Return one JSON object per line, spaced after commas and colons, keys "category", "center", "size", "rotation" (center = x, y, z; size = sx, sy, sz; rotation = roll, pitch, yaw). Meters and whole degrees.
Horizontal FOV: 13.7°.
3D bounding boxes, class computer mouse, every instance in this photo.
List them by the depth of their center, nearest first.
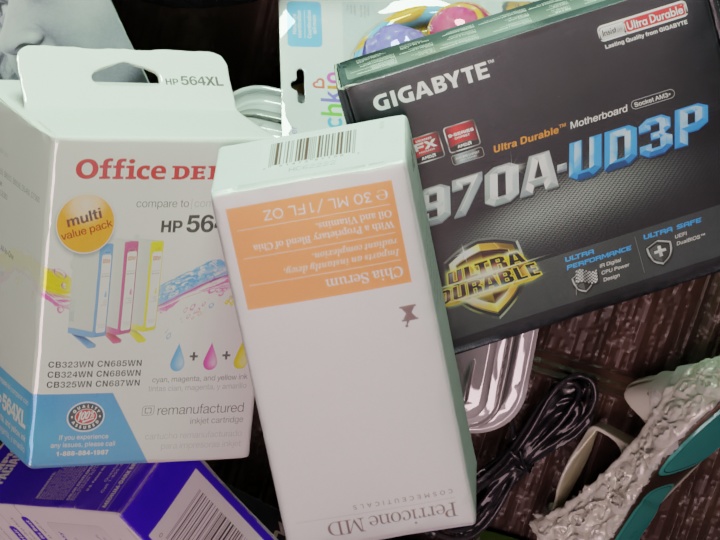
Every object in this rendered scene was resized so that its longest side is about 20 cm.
{"category": "computer mouse", "center": [0.027, 0.065, 1.736], "size": [0.200, 0.046, 0.141], "rotation": [36, 100, -20]}

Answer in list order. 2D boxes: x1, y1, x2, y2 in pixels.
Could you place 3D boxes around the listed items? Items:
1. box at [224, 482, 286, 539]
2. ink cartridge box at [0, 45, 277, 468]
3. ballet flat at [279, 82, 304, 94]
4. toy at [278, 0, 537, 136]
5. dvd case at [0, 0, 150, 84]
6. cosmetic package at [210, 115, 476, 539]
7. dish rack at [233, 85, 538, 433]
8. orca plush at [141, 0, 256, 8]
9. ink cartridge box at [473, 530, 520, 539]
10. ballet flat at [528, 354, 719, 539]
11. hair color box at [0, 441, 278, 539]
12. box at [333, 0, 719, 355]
{"category": "box", "center": [-0.058, 0.236, 1.806], "size": [0.160, 0.044, 0.201], "rotation": [26, 128, 0]}
{"category": "ink cartridge box", "center": [-0.128, -0.013, 1.567], "size": [0.128, 0.125, 0.201], "rotation": [-1, 107, -25]}
{"category": "ballet flat", "center": [-0.047, -0.067, 1.674], "size": [0.199, 0.063, 0.069], "rotation": [-4, 116, 11]}
{"category": "toy", "center": [0.058, -0.106, 1.584], "size": [0.199, 0.116, 0.047], "rotation": [1, 151, -6]}
{"category": "dvd case", "center": [-0.197, -0.106, 1.610], "size": [0.148, 0.016, 0.201], "rotation": [-28, 103, -12]}
{"category": "cosmetic package", "center": [-0.007, 0.033, 1.506], "size": [0.101, 0.071, 0.201], "rotation": [-10, 112, 5]}
{"category": "dish rack", "center": [0.000, 0.000, 1.625], "size": [0.199, 0.044, 0.173], "rotation": [13, 111, 10]}
{"category": "orca plush", "center": [-0.073, -0.179, 1.612], "size": [0.199, 0.071, 0.106], "rotation": [-3, 118, 11]}
{"category": "ink cartridge box", "center": [0.071, 0.272, 1.760], "size": [0.075, 0.200, 0.148], "rotation": [20, 120, -1]}
{"category": "ballet flat", "center": [0.163, 0.103, 1.735], "size": [0.072, 0.072, 0.200], "rotation": [33, 117, -9]}
{"category": "hair color box", "center": [-0.140, 0.146, 1.687], "size": [0.199, 0.065, 0.109], "rotation": [-3, 134, 51]}
{"category": "box", "center": [0.102, -0.057, 1.542], "size": [0.199, 0.046, 0.160], "rotation": [-17, 111, 1]}
